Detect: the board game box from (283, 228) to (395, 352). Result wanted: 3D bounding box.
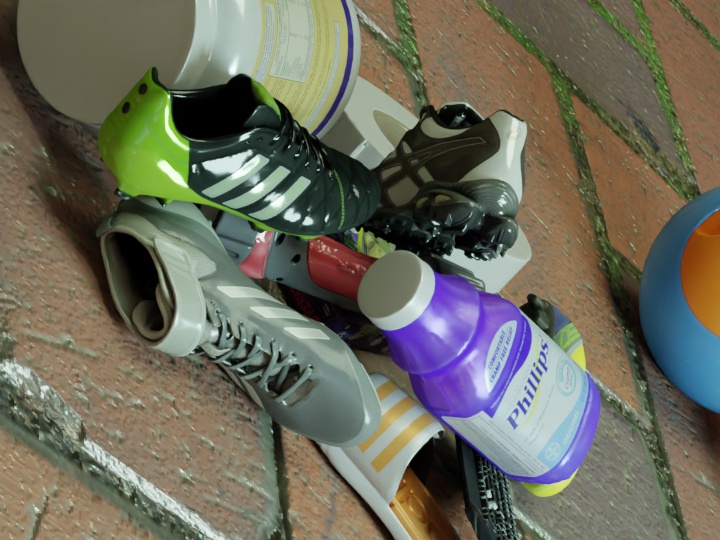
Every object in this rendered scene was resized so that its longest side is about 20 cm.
[{"bbox_3d":[0.000,0.000,1.782,0.200,0.032,0.120,15,47,-59],"label":"board game box"}]

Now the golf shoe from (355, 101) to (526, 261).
[{"bbox_3d":[0.047,-0.058,1.691,0.078,0.095,0.200,24,-10,-30],"label":"golf shoe"}]

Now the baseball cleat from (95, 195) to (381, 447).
[{"bbox_3d":[-0.076,0.041,1.522,0.200,0.070,0.106,42,28,-3],"label":"baseball cleat"}]

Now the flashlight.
[{"bbox_3d":[-0.015,-0.009,1.641,0.200,0.068,0.068,20,7,-27],"label":"flashlight"}]

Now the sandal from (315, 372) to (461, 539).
[{"bbox_3d":[0.033,0.119,1.625,0.207,0.059,0.079,54,21,-1],"label":"sandal"}]

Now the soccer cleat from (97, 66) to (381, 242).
[{"bbox_3d":[-0.057,-0.068,1.529,0.200,0.081,0.068,9,39,-40],"label":"soccer cleat"}]

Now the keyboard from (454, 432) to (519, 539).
[{"bbox_3d":[0.090,0.160,1.686,0.200,0.021,0.127,-91,158,-71],"label":"keyboard"}]

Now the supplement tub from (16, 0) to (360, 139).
[{"bbox_3d":[-0.102,-0.141,1.615,0.146,0.145,0.200,60,21,15],"label":"supplement tub"}]

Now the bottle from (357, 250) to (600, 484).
[{"bbox_3d":[0.072,0.056,1.633,0.200,0.065,0.084,43,61,-42],"label":"bottle"}]

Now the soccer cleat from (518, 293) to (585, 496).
[{"bbox_3d":[0.140,0.095,1.884,0.084,0.065,0.200,46,22,-27],"label":"soccer cleat"}]

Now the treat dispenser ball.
[{"bbox_3d":[0.331,0.025,2.206,0.201,0.201,0.201,44,23,-24],"label":"treat dispenser ball"}]

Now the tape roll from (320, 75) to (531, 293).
[{"bbox_3d":[0.037,-0.065,1.889,0.203,0.037,0.203,40,15,-13],"label":"tape roll"}]
